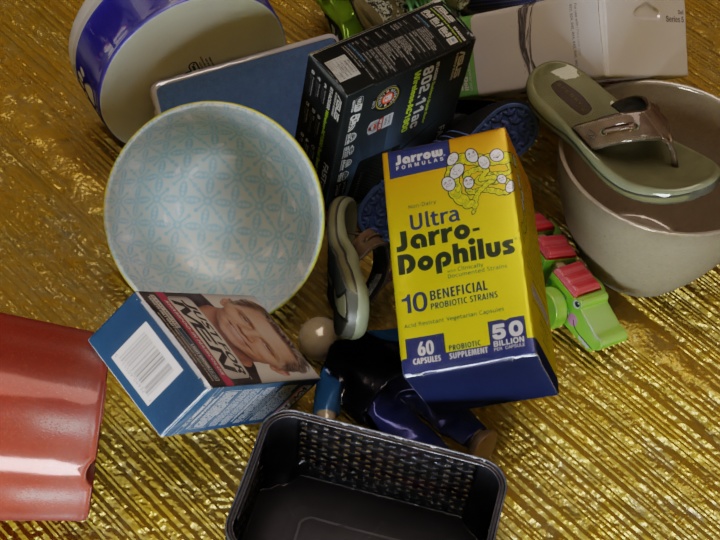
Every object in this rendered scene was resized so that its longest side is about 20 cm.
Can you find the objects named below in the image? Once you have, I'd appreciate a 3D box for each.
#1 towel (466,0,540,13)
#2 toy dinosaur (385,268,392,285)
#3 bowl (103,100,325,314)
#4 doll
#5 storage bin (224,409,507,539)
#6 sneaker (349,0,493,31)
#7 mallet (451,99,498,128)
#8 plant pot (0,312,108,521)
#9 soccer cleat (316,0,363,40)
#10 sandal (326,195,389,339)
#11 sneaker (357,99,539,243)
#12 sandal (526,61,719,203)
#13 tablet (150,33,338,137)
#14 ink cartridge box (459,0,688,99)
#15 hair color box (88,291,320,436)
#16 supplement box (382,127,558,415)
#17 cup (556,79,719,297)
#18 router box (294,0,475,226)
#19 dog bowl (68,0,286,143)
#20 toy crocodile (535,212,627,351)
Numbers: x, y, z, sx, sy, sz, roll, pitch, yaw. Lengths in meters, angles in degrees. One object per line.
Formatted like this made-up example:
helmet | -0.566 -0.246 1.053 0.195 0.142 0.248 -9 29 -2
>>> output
towel | 0.082 -0.302 1.511 0.145 0.024 0.200 4 -5 45
toy dinosaur | 0.086 0.017 1.273 0.105 0.200 0.181 -34 27 -12
bowl | -0.124 -0.052 1.317 0.200 0.201 0.108 12 6 5
doll | 0.018 0.106 1.246 0.136 0.049 0.200 -36 61 -25
storage bin | 0.003 0.207 1.129 0.199 0.094 0.135 13 49 7
sneaker | 0.069 -0.270 1.494 0.200 0.089 0.077 14 46 -43
mallet | 0.126 -0.093 1.442 0.066 0.041 0.200 -6 54 -8
plant pot | -0.300 0.111 1.127 0.195 0.201 0.201 7 48 -10
soccer cleat | 0.002 -0.242 1.538 0.067 0.081 0.200 -25 68 17
sandal | 0.000 0.001 1.294 0.057 0.080 0.201 -2 29 -5
sneaker | 0.087 -0.095 1.393 0.200 0.078 0.070 -32 96 11
sandal | 0.224 -0.126 1.263 0.080 0.057 0.201 -35 61 -29
tablet | -0.099 -0.146 1.415 0.200 0.130 0.014 -19 19 -22
ink cartridge box | 0.201 -0.220 1.430 0.145 0.084 0.200 -9 5 -44
hair color box | -0.120 0.072 1.164 0.061 0.200 0.100 -44 74 15
supplement box | 0.090 0.002 1.189 0.109 0.110 0.200 -11 65 13
cup | 0.272 -0.059 1.353 0.200 0.143 0.201 2 49 -3
router box | 0.016 -0.144 1.364 0.150 0.200 0.062 -28 64 -26
dog bowl | -0.176 -0.213 1.406 0.200 0.200 0.079 -19 55 -21
toy crocodile | 0.177 -0.004 1.342 0.067 0.062 0.200 -11 50 -31
